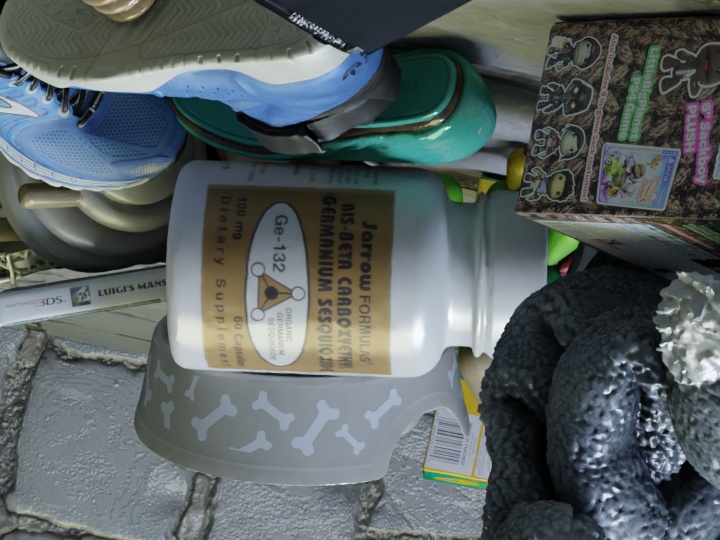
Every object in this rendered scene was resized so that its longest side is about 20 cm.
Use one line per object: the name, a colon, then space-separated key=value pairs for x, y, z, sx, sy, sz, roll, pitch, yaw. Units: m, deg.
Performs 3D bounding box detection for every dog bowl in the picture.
dog bowl: x=-0.034 y=0.061 z=1.241 sx=0.199 sy=0.059 sz=0.200 roll=2 pitch=-163 yaw=-1

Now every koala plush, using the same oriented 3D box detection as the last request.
koala plush: x=0.165 y=0.056 z=0.979 sx=0.177 sy=0.185 sz=0.200 roll=6 pitch=154 yaw=-28

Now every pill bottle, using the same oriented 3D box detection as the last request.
pill bottle: x=0.000 y=0.000 z=1.147 sx=0.199 sy=0.115 sz=0.114 roll=2 pitch=171 yaw=3

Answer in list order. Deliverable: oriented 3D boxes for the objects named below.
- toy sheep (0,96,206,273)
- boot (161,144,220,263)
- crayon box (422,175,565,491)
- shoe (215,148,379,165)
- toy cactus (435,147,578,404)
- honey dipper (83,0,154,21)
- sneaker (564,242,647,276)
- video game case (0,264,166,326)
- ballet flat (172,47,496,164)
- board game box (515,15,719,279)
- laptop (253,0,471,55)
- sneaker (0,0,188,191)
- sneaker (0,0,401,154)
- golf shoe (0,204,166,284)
toy sheep: x=-0.161 y=-0.062 z=1.296 sx=0.137 sy=0.138 sz=0.200 roll=16 pitch=166 yaw=-25
boot: x=-0.100 y=-0.045 z=1.488 sx=0.168 sy=0.077 sz=0.200 roll=12 pitch=166 yaw=27
crayon box: x=0.117 y=0.048 z=1.393 sx=0.118 sy=0.201 sz=0.058 roll=11 pitch=171 yaw=3
shoe: x=-0.024 y=-0.051 z=1.351 sx=0.053 sy=0.070 sz=0.200 roll=33 pitch=-178 yaw=31
toy cactus: x=0.072 y=0.019 z=1.320 sx=0.199 sy=0.166 sz=0.102 roll=-17 pitch=-176 yaw=27
honey dipper: x=-0.160 y=-0.166 z=0.942 sx=0.038 sy=0.038 sz=0.200 roll=6 pitch=166 yaw=33
sneaker: x=0.143 y=0.005 z=1.183 sx=0.074 sy=0.200 sz=0.079 roll=31 pitch=135 yaw=-1
video game case: x=-0.134 y=0.008 z=1.351 sx=0.181 sy=0.023 sz=0.200 roll=-9 pitch=-178 yaw=-2
ballet flat: x=-0.012 y=-0.082 z=1.146 sx=0.199 sy=0.068 sz=0.070 roll=4 pitch=159 yaw=36
board game box: x=0.203 y=-0.049 z=0.988 sx=0.199 sy=0.097 sz=0.159 roll=4 pitch=169 yaw=42
laptop: x=-0.040 y=-0.165 z=0.852 sx=0.200 sy=0.103 sz=0.177 roll=37 pitch=-173 yaw=35
sneaker: x=-0.185 y=-0.107 z=1.155 sx=0.199 sy=0.079 sz=0.089 roll=25 pitch=162 yaw=-15
sneaker: x=-0.077 y=-0.105 z=1.065 sx=0.199 sy=0.077 sz=0.111 roll=1 pitch=158 yaw=24
golf shoe: x=-0.209 y=-0.023 z=1.426 sx=0.199 sy=0.088 sz=0.077 roll=11 pitch=147 yaw=29
